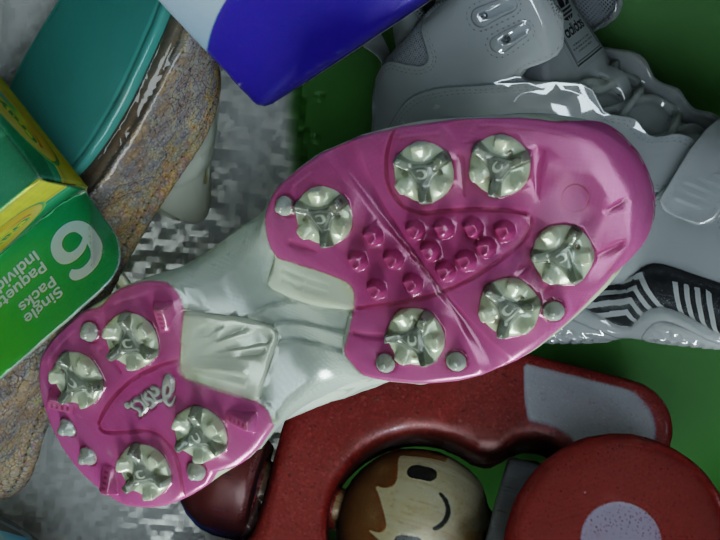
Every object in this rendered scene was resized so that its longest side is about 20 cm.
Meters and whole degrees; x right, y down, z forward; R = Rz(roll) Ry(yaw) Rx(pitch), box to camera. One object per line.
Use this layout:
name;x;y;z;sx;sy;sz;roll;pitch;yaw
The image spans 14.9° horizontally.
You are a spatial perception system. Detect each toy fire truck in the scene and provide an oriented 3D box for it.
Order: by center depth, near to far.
toy fire truck;0.016;0.118;0.841;0.167;0.112;0.201;14;74;2

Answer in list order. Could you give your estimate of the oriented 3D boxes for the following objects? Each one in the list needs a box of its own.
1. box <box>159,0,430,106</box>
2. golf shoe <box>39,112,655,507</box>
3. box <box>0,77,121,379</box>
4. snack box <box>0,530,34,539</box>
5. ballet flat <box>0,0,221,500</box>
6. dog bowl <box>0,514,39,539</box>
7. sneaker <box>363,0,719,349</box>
box;-0.014;-0.179;0.739;0.184;0.105;0.200;-30;110;39
golf shoe;0.000;0.000;0.791;0.199;0.091;0.076;-23;96;28
box;-0.170;-0.043;0.797;0.117;0.048;0.200;-41;82;8
snack box;-0.166;0.167;0.845;0.116;0.037;0.201;16;105;-9
ballet flat;-0.086;-0.017;0.842;0.067;0.068;0.200;28;95;-43
dog bowl;-0.162;0.159;0.893;0.199;0.059;0.201;-1;108;-4
sneaker;0.085;-0.040;0.816;0.199;0.075;0.115;-1;105;26
